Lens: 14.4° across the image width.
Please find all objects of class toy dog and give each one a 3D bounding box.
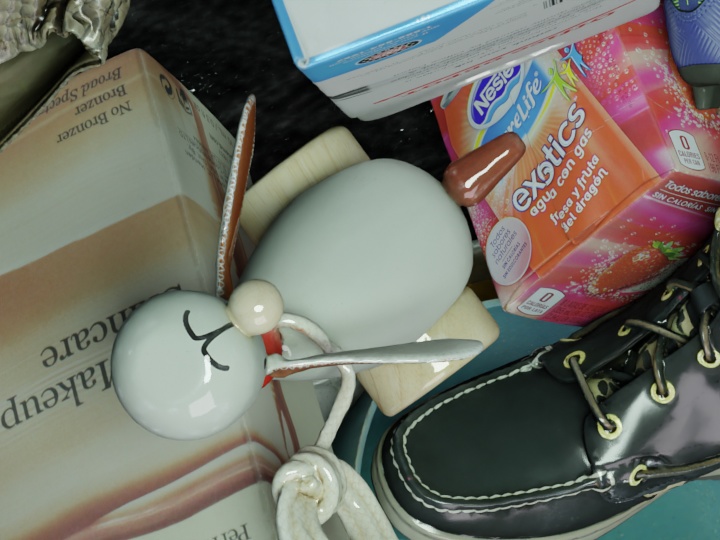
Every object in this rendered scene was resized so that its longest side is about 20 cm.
[{"bbox_3d":[0.000,0.000,0.889,0.132,0.200,0.096,42,112,-15],"label":"toy dog"}]

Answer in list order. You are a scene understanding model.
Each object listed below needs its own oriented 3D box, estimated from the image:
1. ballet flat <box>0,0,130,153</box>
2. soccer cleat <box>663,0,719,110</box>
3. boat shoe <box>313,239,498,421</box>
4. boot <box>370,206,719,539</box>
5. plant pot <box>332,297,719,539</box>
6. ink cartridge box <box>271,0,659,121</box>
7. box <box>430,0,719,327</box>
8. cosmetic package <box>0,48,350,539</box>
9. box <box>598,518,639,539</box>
[{"bbox_3d":[-0.139,-0.041,0.922,0.200,0.046,0.067,-43,152,22],"label":"ballet flat"},{"bbox_3d":[0.183,-0.108,1.012,0.199,0.084,0.064,-14,-170,-42],"label":"soccer cleat"},{"bbox_3d":[0.005,0.023,1.132,0.199,0.071,0.070,-12,135,-13],"label":"boat shoe"},{"bbox_3d":[0.108,0.019,0.969,0.202,0.074,0.154,-13,149,-21],"label":"boot"},{"bbox_3d":[0.051,0.129,1.094,0.199,0.201,0.135,1,156,-32],"label":"plant pot"},{"bbox_3d":[0.033,-0.102,0.883,0.115,0.068,0.200,-21,176,4],"label":"ink cartridge box"},{"bbox_3d":[0.135,-0.037,1.065,0.199,0.100,0.095,10,140,-42],"label":"box"},{"bbox_3d":[-0.075,0.041,0.965,0.103,0.201,0.087,-26,150,12],"label":"cosmetic package"},{"bbox_3d":[0.115,0.060,1.208,0.199,0.117,0.060,-27,153,11],"label":"box"}]
